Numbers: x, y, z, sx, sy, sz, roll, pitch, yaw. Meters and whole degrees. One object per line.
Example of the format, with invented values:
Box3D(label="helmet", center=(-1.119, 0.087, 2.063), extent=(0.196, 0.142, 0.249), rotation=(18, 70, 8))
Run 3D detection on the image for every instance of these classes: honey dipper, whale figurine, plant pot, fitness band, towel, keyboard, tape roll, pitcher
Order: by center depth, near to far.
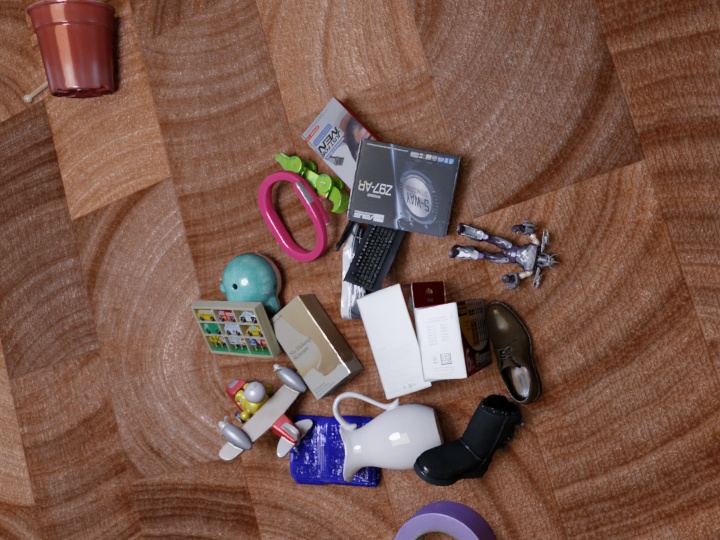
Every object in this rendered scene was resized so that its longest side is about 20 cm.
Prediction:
Box3D(label="tape roll", center=(0.164, 0.558, 1.378), extent=(0.199, 0.085, 0.202), rotation=(-1, 89, 24))
Box3D(label="pitcher", center=(0.052, 0.308, 1.394), extent=(0.199, 0.121, 0.173), rotation=(-15, 87, 8))
Box3D(label="keyboard", center=(0.014, -0.061, 1.420), extent=(0.126, 0.021, 0.201), rotation=(19, 65, 10))
Box3D(label="towel", center=(-0.059, 0.379, 1.494), extent=(0.199, 0.049, 0.149), rotation=(-5, 89, 23))
Box3D(label="fitness band", center=(-0.140, -0.115, 1.506), extent=(0.143, 0.037, 0.201), rotation=(-28, 92, 43))
Box3D(label="whale figurine", center=(-0.250, 0.062, 1.550), extent=(0.158, 0.104, 0.201), rotation=(21, 106, 21))
Box3D(label="plant pot", center=(-0.676, -0.520, 1.702), extent=(0.200, 0.201, 0.197), rotation=(-3, 97, 23))
Box3D(label="honey dipper", center=(-0.798, -0.488, 1.832), extent=(0.199, 0.038, 0.038), rotation=(-25, 80, 25))

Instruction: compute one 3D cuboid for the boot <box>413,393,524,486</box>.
Box3D(label="boot", center=(0.202, 0.309, 1.308), extent=(0.073, 0.197, 0.163), rotation=(47, 119, 43))

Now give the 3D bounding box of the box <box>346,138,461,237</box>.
Box3D(label="box", center=(0.083, -0.161, 1.392), extent=(0.199, 0.044, 0.161), rotation=(11, 100, 0))

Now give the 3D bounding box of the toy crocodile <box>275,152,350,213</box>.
Box3D(label="toy crocodile", center=(-0.101, -0.190, 1.506), extent=(0.199, 0.067, 0.062), rotation=(34, 103, 20))

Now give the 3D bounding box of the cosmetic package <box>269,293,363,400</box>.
Box3D(label="cosmetic package", center=(-0.096, 0.158, 1.500), extent=(0.105, 0.071, 0.200), rotation=(-42, 74, 18))

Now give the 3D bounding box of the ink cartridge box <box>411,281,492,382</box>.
Box3D(label="ink cartridge box", center=(0.171, 0.102, 1.313), extent=(0.083, 0.200, 0.177), rotation=(-9, 87, 22))

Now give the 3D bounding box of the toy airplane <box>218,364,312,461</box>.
Box3D(label="toy airplane", center=(-0.197, 0.290, 1.482), extent=(0.198, 0.142, 0.201), rotation=(-11, 43, 7))

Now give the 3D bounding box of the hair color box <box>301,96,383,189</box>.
Box3D(label="hair color box", center=(-0.016, -0.248, 1.472), extent=(0.200, 0.064, 0.111), rotation=(46, 106, 16))

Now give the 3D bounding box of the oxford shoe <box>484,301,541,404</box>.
Box3D(label="oxford shoe", center=(0.282, 0.152, 1.329), extent=(0.072, 0.084, 0.201), rotation=(-26, 78, 23))

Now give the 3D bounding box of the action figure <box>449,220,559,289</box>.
Box3D(label="action figure", center=(0.274, -0.033, 1.343), extent=(0.199, 0.069, 0.131), rotation=(13, 90, 20))

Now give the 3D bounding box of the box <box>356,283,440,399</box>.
Box3D(label="box", center=(0.084, 0.134, 1.393), extent=(0.097, 0.124, 0.201), rotation=(-21, 82, 22))

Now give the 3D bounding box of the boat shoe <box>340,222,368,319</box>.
Box3D(label="boat shoe", center=(0.000, 0.000, 1.460), extent=(0.067, 0.072, 0.201), rotation=(2, 84, 10))

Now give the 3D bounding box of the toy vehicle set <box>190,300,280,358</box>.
Box3D(label="toy vehicle set", center=(-0.271, 0.126, 1.539), extent=(0.199, 0.027, 0.125), rotation=(-1, 119, 37))
